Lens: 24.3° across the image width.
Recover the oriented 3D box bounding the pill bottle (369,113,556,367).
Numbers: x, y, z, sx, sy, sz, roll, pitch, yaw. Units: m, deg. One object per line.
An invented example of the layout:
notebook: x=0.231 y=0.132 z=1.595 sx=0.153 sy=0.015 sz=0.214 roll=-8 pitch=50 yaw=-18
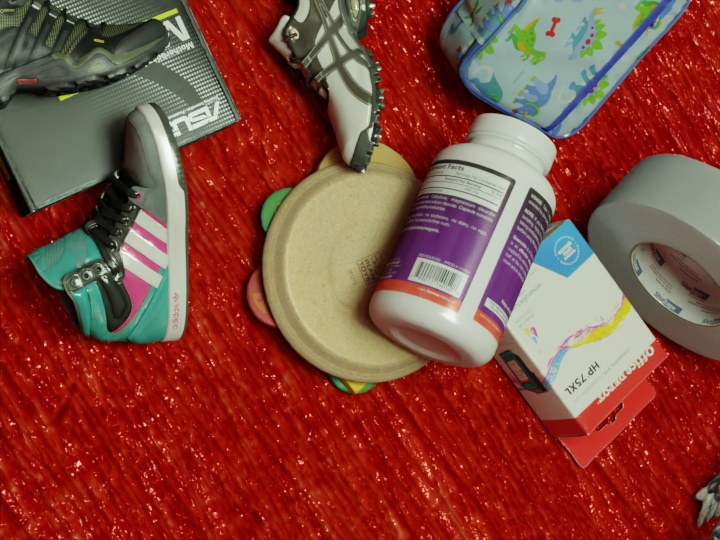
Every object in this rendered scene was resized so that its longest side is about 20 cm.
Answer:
pill bottle: x=0.093 y=-0.027 z=1.403 sx=0.112 sy=0.112 sz=0.200 roll=30 pitch=73 yaw=-17

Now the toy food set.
toy food set: x=0.000 y=0.000 z=1.448 sx=0.198 sy=0.049 sz=0.200 roll=-41 pitch=100 yaw=-22

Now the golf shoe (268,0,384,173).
golf shoe: x=-0.031 y=-0.176 z=1.444 sx=0.094 sy=0.078 sz=0.200 roll=-3 pitch=69 yaw=-11

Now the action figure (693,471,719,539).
action figure: x=0.370 y=0.219 z=1.549 sx=0.119 sy=0.102 sz=0.200 roll=28 pitch=30 yaw=10

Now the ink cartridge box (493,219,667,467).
ink cartridge box: x=0.193 y=0.068 z=1.510 sx=0.116 sy=0.067 sz=0.200 roll=-41 pitch=100 yaw=-22

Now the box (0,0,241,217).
box: x=-0.227 y=-0.170 z=1.375 sx=0.200 sy=0.048 sz=0.193 roll=-25 pitch=92 yaw=-23

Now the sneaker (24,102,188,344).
sneaker: x=-0.205 y=-0.030 z=1.329 sx=0.121 sy=0.084 sz=0.200 roll=-9 pitch=111 yaw=-25

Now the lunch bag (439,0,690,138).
lunch bag: x=0.184 y=-0.223 z=1.477 sx=0.161 sy=0.082 sz=0.200 roll=29 pitch=112 yaw=-37

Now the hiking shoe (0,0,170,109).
hiking shoe: x=-0.248 y=-0.186 z=1.303 sx=0.200 sy=0.076 sz=0.101 roll=-15 pitch=94 yaw=-21

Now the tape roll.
tape roll: x=0.302 y=-0.009 z=1.494 sx=0.200 sy=0.200 sz=0.066 roll=47 pitch=68 yaw=-11
